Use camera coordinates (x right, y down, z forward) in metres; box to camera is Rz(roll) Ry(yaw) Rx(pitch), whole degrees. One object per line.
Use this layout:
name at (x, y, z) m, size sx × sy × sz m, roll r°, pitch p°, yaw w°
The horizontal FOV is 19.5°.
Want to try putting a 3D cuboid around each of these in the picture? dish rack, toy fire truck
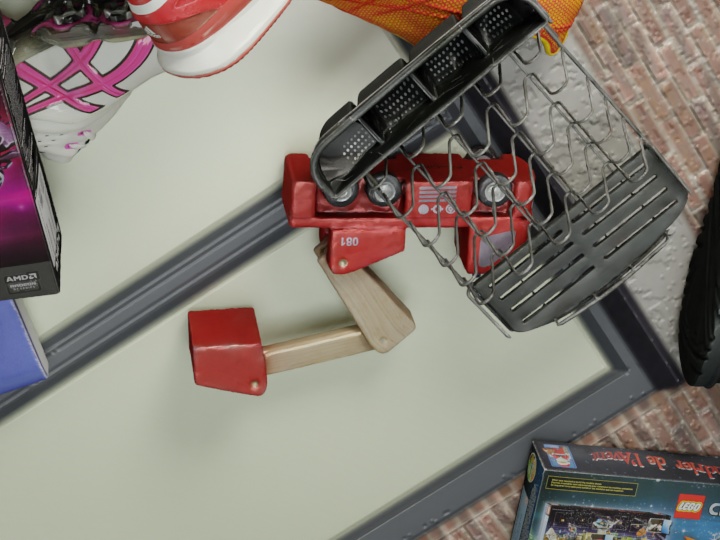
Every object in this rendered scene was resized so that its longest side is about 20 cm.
dish rack at (0.085, -0.051, 1.157) m, size 0.153 × 0.055 × 0.200 m, roll -38°, pitch 115°, yaw 15°
toy fire truck at (0.000, 0.000, 1.230) m, size 0.198 × 0.049 × 0.142 m, roll 0°, pitch 115°, yaw -9°

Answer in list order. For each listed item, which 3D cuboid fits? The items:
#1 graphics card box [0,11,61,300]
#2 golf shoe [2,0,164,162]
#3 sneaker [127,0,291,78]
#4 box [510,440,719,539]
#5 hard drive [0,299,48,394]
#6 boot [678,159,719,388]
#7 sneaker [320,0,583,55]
graphics card box at (-0.235, -0.062, 1.098) m, size 0.124 × 0.051 × 0.201 m, roll -7°, pitch 138°, yaw -1°
golf shoe at (-0.158, -0.109, 1.148) m, size 0.199 × 0.073 × 0.093 m, roll -13°, pitch 123°, yaw 9°
sneaker at (-0.054, -0.203, 1.060) m, size 0.201 × 0.078 × 0.116 m, roll -57°, pitch 138°, yaw -25°
box at (0.195, 0.186, 1.351) m, size 0.198 × 0.038 × 0.137 m, roll 6°, pitch 114°, yaw -11°
hard drive at (-0.298, 0.036, 1.217) m, size 0.199 × 0.025 × 0.133 m, roll -18°, pitch 116°, yaw 1°
boot at (0.290, -0.012, 1.250) m, size 0.167 × 0.076 × 0.202 m, roll 9°, pitch 107°, yaw -8°
sneaker at (0.027, -0.151, 1.153) m, size 0.198 × 0.073 × 0.078 m, roll 8°, pitch 124°, yaw -9°
